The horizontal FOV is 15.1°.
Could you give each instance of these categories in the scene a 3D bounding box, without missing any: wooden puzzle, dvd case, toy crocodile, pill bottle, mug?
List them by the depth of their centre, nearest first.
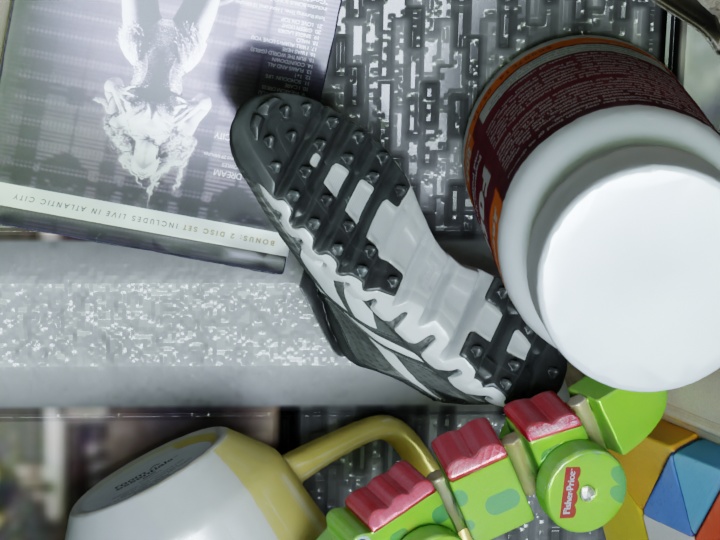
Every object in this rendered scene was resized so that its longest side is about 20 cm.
[{"bbox_3d":[0.110,-0.026,1.179,0.113,0.200,0.115,-1,108,-4],"label":"pill bottle"},{"bbox_3d":[0.049,0.096,1.199,0.199,0.068,0.062,-29,114,-7],"label":"toy crocodile"},{"bbox_3d":[-0.086,-0.106,1.235,0.148,0.016,0.201,10,106,-9],"label":"dvd case"},{"bbox_3d":[0.154,0.127,1.243,0.037,0.185,0.201,-19,108,-23],"label":"wooden puzzle"},{"bbox_3d":[-0.055,0.151,1.276,0.149,0.186,0.154,-21,102,36],"label":"mug"}]

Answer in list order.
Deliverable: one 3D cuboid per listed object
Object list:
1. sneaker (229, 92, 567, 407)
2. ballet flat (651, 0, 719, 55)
[{"bbox_3d":[0.000,0.000,1.236,0.200,0.090,0.067,42,57,-24],"label":"sneaker"},{"bbox_3d":[0.113,-0.144,1.202,0.199,0.067,0.047,27,84,-6],"label":"ballet flat"}]
